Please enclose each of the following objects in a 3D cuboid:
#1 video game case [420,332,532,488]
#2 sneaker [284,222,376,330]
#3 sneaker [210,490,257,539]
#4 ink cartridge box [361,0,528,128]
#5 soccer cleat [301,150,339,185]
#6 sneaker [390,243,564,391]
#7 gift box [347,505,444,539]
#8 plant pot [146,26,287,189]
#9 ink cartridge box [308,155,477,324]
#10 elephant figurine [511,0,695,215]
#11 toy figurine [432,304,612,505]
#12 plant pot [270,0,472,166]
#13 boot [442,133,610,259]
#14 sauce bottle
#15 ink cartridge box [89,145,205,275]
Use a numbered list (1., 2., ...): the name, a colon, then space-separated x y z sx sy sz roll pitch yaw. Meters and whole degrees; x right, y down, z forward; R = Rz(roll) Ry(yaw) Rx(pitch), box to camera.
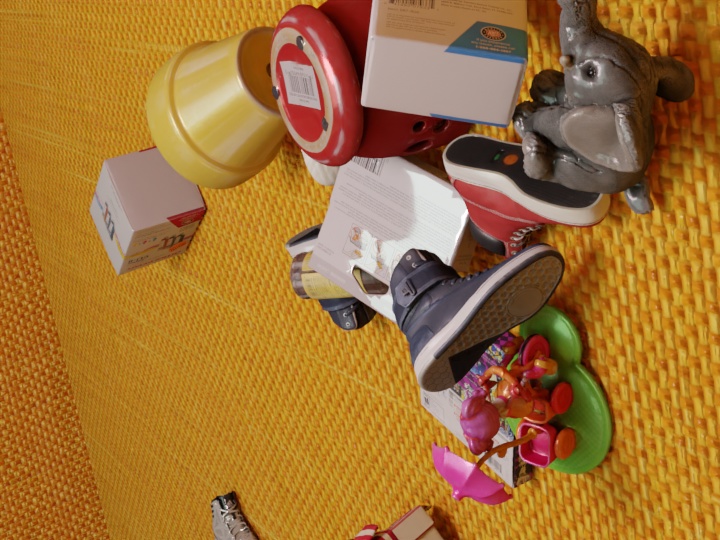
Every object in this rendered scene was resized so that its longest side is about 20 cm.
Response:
1. video game case: 0.140 0.136 1.568 0.200 0.035 0.184 39 139 48
2. sneaker: 0.001 -0.001 1.718 0.201 0.077 0.148 -15 106 51
3. sneaker: -0.255 0.507 2.544 0.200 0.075 0.117 17 124 62
4. ink cartridge box: 0.081 -0.239 1.223 0.085 0.142 0.202 100 177 -46
5. soccer cleat: -0.038 -0.204 1.625 0.078 0.068 0.203 -134 45 -70
6. sneaker: 0.113 0.009 1.357 0.202 0.077 0.147 -43 42 21
7. gift box: 0.051 0.439 1.790 0.187 0.199 0.185 50 147 7
8. plant pot: -0.166 -0.237 1.772 0.188 0.199 0.203 -25 85 48
9. ink cartridge box: 0.042 -0.044 1.515 0.199 0.044 0.178 32 111 35
10. elephant figurine: 0.216 -0.147 1.113 0.200 0.153 0.144 130 140 -70
11. toy figurine: 0.154 0.160 1.357 0.149 0.183 0.203 14 119 41
12. plant pot: 0.009 -0.216 1.436 0.200 0.181 0.203 44 146 42
13. boot: 0.184 -0.056 1.341 0.199 0.072 0.145 23 148 42
14. sauce bottle: 0.008 0.002 1.621 0.197 0.065 0.066 -2 108 30
15. ink cartridge box: -0.386 -0.110 2.316 0.146 0.144 0.200 64 154 13
